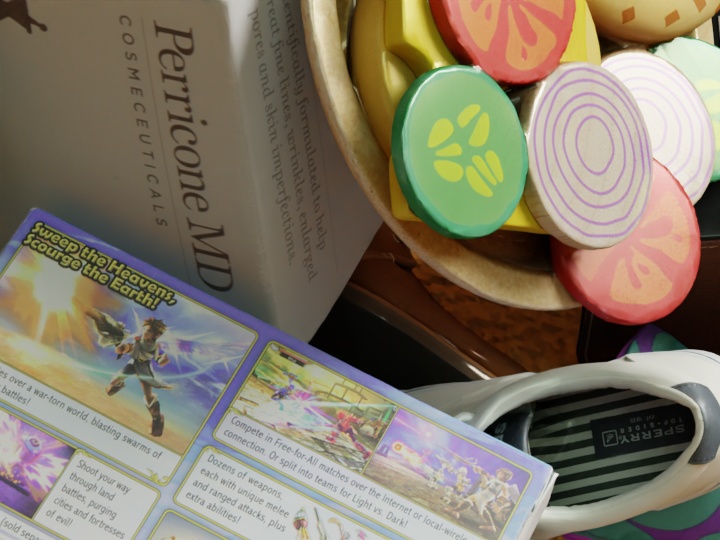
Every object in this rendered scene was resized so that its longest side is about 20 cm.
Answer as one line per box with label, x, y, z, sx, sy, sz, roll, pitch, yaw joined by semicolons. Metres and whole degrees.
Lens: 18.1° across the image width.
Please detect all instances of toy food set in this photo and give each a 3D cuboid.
toy food set;0.061;-0.082;0.744;0.199;0.048;0.200;3;82;-42

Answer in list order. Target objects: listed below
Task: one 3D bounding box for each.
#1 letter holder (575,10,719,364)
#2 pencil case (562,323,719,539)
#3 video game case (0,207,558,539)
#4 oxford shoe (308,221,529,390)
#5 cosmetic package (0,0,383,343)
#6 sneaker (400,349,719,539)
letter holder;0.180;-0.032;0.875;0.198;0.142;0.101;-4;67;1
pencil case;0.169;0.103;0.853;0.199;0.085;0.093;29;93;6
video game case;-0.065;0.099;0.713;0.199;0.046;0.182;26;62;10
oxford shoe;0.000;0.000;0.884;0.199;0.071;0.071;36;60;9
cosmetic package;-0.087;-0.097;0.813;0.199;0.166;0.165;13;47;22
sneaker;0.041;0.067;0.799;0.199;0.071;0.074;-20;76;19
